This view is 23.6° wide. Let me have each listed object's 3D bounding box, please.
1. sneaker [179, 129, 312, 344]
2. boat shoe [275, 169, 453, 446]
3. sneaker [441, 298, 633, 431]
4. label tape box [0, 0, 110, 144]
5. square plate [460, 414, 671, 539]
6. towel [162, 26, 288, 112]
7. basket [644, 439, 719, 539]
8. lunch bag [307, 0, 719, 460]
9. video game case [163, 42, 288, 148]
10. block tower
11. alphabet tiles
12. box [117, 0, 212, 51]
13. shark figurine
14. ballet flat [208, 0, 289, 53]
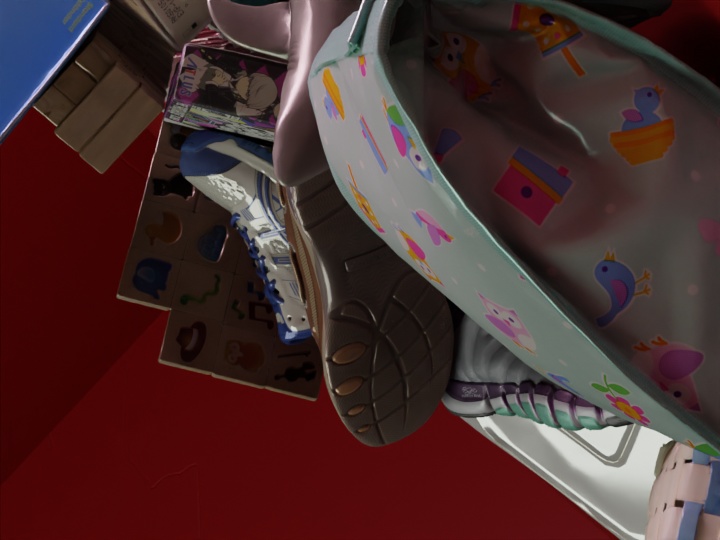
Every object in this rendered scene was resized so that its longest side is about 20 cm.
[{"bbox_3d":[-0.036,-0.004,1.030,0.200,0.088,0.075,35,176,4],"label":"sneaker"},{"bbox_3d":[0.000,0.000,0.912,0.072,0.076,0.200,-127,25,-58],"label":"boat shoe"},{"bbox_3d":[0.098,0.029,0.884,0.200,0.074,0.088,-6,109,51],"label":"sneaker"},{"bbox_3d":[-0.209,-0.116,0.958,0.066,0.143,0.200,38,-177,-14],"label":"label tape box"},{"bbox_3d":[0.133,0.070,0.961,0.200,0.028,0.198,36,141,22],"label":"square plate"},{"bbox_3d":[-0.062,-0.103,1.181,0.144,0.023,0.200,-7,150,37],"label":"towel"},{"bbox_3d":[0.237,0.138,0.820,0.200,0.139,0.176,6,168,7],"label":"basket"},{"bbox_3d":[0.072,-0.035,0.638,0.200,0.122,0.170,38,177,-9],"label":"lunch bag"},{"bbox_3d":[-0.022,-0.086,1.003,0.181,0.036,0.200,13,180,-9],"label":"video game case"},{"bbox_3d":[-0.146,-0.125,1.022,0.054,0.058,0.200,42,-166,-18],"label":"block tower"},{"bbox_3d":[-0.056,-0.023,1.079,0.167,0.200,0.008,15,157,-8],"label":"alphabet tiles"},{"bbox_3d":[-0.146,-0.222,0.953,0.200,0.095,0.078,39,175,25],"label":"box"},{"bbox_3d":[-0.030,-0.158,0.812,0.215,0.128,0.090,59,153,11],"label":"shark figurine"},{"bbox_3d":[-0.112,-0.200,1.063,0.200,0.072,0.072,42,176,14],"label":"ballet flat"}]
